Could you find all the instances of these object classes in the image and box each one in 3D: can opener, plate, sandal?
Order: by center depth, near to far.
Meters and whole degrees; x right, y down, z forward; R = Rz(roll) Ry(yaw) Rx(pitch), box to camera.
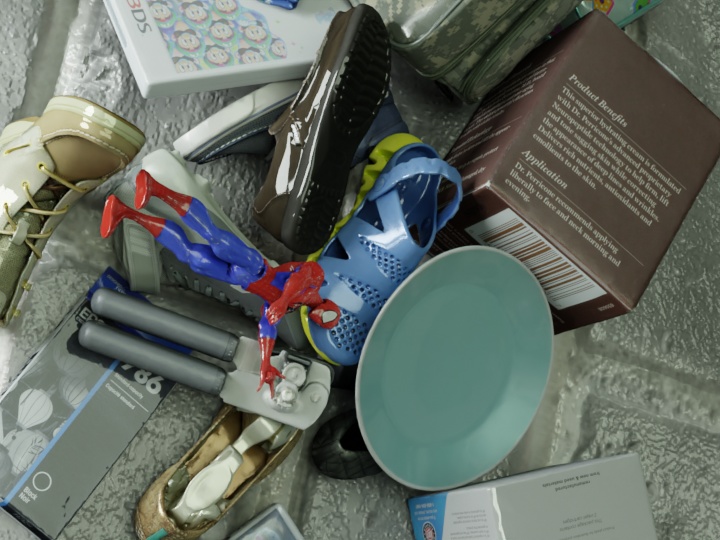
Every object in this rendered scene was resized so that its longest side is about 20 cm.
[{"bbox_3d":[-0.115,0.067,1.175,0.198,0.066,0.053,20,92,-15],"label":"can opener"},{"bbox_3d":[0.019,-0.020,1.211,0.079,0.087,0.202,31,75,-31],"label":"sandal"},{"bbox_3d":[0.073,0.076,1.238,0.199,0.026,0.202,-11,110,-32],"label":"plate"}]

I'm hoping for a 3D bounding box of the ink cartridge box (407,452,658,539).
[{"bbox_3d":[0.149,0.263,1.239,0.145,0.147,0.202,-9,83,-26],"label":"ink cartridge box"}]

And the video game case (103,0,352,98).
[{"bbox_3d":[-0.110,-0.226,1.257,0.198,0.024,0.183,-11,60,-26],"label":"video game case"}]

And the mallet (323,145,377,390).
[{"bbox_3d":[0.000,0.000,1.268,0.065,0.041,0.202,-4,93,-26],"label":"mallet"}]

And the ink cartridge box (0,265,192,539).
[{"bbox_3d":[-0.211,0.097,1.173,0.099,0.039,0.201,40,65,-11],"label":"ink cartridge box"}]

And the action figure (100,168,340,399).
[{"bbox_3d":[-0.091,0.016,1.111,0.199,0.065,0.100,26,48,-34],"label":"action figure"}]

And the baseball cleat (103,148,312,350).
[{"bbox_3d":[-0.123,0.003,1.225,0.106,0.070,0.200,-41,95,-11],"label":"baseball cleat"}]

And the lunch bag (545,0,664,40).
[{"bbox_3d":[0.204,-0.309,1.426,0.160,0.077,0.201,-33,93,-28],"label":"lunch bag"}]

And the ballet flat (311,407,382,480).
[{"bbox_3d":[0.052,0.127,1.274,0.199,0.057,0.067,-18,88,-26],"label":"ballet flat"}]

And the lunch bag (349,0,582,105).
[{"bbox_3d":[0.108,-0.245,1.293,0.200,0.167,0.140,-44,56,10],"label":"lunch bag"}]

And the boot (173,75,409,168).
[{"bbox_3d":[-0.051,-0.111,1.270,0.199,0.073,0.091,-29,94,-24],"label":"boot"}]

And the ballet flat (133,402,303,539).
[{"bbox_3d":[-0.093,0.140,1.201,0.070,0.065,0.200,44,65,-9],"label":"ballet flat"}]

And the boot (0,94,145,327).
[{"bbox_3d":[-0.234,-0.038,1.103,0.072,0.199,0.156,34,68,-27],"label":"boot"}]

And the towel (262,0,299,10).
[{"bbox_3d":[-0.119,-0.302,1.270,0.198,0.024,0.146,21,58,-4],"label":"towel"}]

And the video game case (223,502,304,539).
[{"bbox_3d":[-0.080,0.313,1.194,0.181,0.023,0.201,-34,94,-27],"label":"video game case"}]

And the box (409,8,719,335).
[{"bbox_3d":[0.172,-0.075,1.312,0.166,0.164,0.201,39,66,-12],"label":"box"}]

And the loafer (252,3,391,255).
[{"bbox_3d":[-0.038,-0.116,1.203,0.073,0.071,0.202,32,77,-58],"label":"loafer"}]
